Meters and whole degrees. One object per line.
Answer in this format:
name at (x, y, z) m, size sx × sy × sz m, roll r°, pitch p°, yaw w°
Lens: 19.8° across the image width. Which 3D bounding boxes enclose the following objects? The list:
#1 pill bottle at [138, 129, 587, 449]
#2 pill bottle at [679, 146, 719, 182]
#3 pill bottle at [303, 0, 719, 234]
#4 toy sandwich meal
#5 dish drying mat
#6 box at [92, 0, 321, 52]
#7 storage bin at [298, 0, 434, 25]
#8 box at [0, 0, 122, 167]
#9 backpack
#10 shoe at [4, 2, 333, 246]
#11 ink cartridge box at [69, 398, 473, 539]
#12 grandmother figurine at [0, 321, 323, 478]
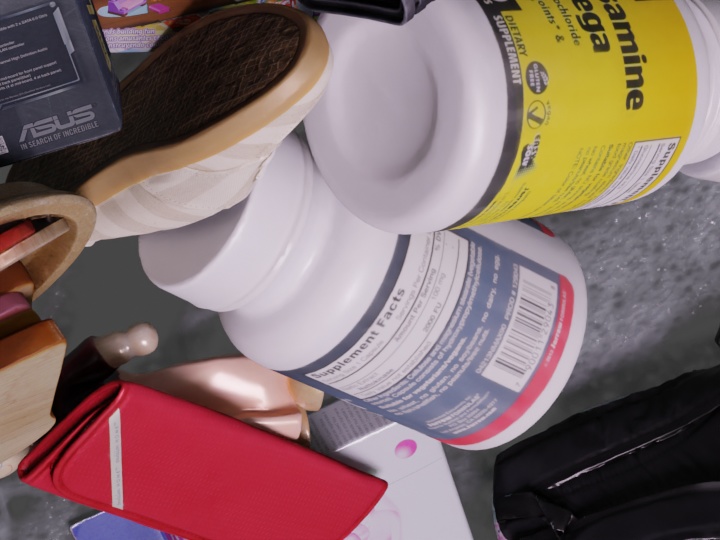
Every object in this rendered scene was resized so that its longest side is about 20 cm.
pill bottle at (0.000, 0.000, 0.970) m, size 0.199 × 0.120 × 0.120 m, roll 26°, pitch 111°, yaw -35°
pill bottle at (0.251, -0.079, 1.028) m, size 0.199 × 0.115 × 0.115 m, roll 6°, pitch 121°, yaw -28°
pill bottle at (0.081, -0.081, 0.907) m, size 0.199 × 0.112 × 0.113 m, roll -10°, pitch 130°, yaw -42°
toy sandwich meal at (-0.182, 0.041, 0.858) m, size 0.204 × 0.070 × 0.205 m, roll -33°, pitch 171°, yaw -6°
dish drying mat at (-0.071, 0.105, 1.006) m, size 0.077 × 0.018 × 0.200 m, roll -44°, pitch 138°, yaw 16°
box at (-0.045, -0.163, 0.883) m, size 0.199 × 0.039 × 0.138 m, roll -3°, pitch 126°, yaw -22°
storage bin at (-0.017, -0.202, 0.763) m, size 0.094 × 0.135 × 0.201 m, roll -36°, pitch 111°, yaw -12°
box at (-0.211, -0.103, 0.817) m, size 0.199 × 0.051 × 0.158 m, roll -18°, pitch 125°, yaw 1°
backpack at (0.172, 0.138, 1.130) m, size 0.199 × 0.167 × 0.127 m, roll -17°, pitch 135°, yaw -4°
shoe at (-0.076, -0.057, 0.888) m, size 0.053 × 0.070 × 0.199 m, roll 30°, pitch 144°, yaw -35°
ink cartridge box at (-0.034, 0.172, 1.132) m, size 0.199 × 0.043 × 0.197 m, roll -26°, pitch 131°, yaw -7°
grandmother figurine at (-0.119, 0.070, 1.006) m, size 0.199 × 0.061 × 0.122 m, roll -8°, pitch 132°, yaw -20°
